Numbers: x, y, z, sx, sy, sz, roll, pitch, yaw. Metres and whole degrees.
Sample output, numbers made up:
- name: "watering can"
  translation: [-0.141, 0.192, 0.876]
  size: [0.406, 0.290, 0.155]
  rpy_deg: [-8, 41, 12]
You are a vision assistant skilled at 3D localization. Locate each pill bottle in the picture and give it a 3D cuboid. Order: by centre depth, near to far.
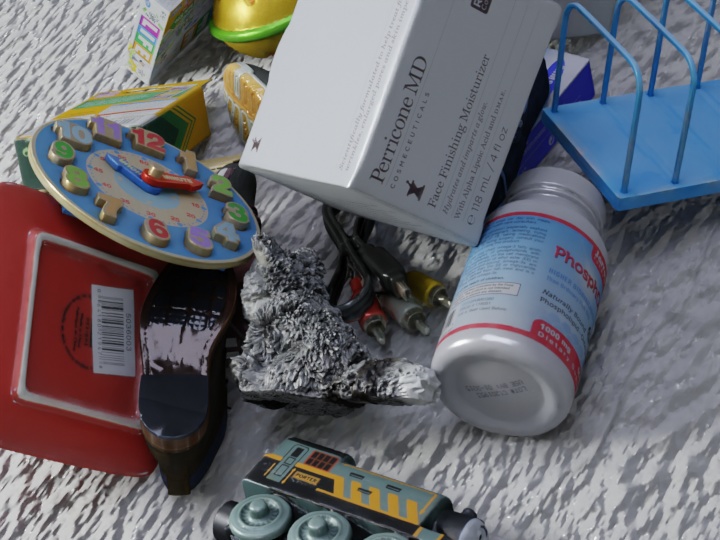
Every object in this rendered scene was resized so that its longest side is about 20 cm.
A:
- name: "pill bottle"
  translation: [0.129, 0.019, 1.376]
  size: [0.108, 0.109, 0.201]
  rpy_deg: [2, 47, 22]

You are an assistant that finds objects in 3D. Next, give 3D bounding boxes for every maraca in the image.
- name: "maraca"
  translation: [-0.065, -0.279, 1.767]
  size: [0.136, 0.108, 0.200]
  rpy_deg: [13, 46, 40]

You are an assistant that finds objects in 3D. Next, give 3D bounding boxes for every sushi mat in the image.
- name: "sushi mat"
  translation: [-0.200, -0.085, 1.644]
  size: [0.198, 0.012, 0.096]
  rpy_deg: [-8, 7, 10]

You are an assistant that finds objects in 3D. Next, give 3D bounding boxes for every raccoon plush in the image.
- name: "raccoon plush"
  translation: [-0.014, 0.039, 1.384]
  size: [0.198, 0.097, 0.136]
  rpy_deg: [1, 74, 26]

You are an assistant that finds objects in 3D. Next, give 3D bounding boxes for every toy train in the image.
- name: "toy train"
  translation: [-0.007, 0.187, 1.277]
  size: [0.198, 0.086, 0.114]
  rpy_deg: [13, 41, 31]

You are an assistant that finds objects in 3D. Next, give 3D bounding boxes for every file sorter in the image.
- name: "file sorter"
  translation: [0.269, -0.150, 1.448]
  size: [0.198, 0.124, 0.139]
  rpy_deg: [-10, 39, -19]

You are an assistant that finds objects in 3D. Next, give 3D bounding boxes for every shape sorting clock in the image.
- name: "shape sorting clock"
  translation: [-0.169, -0.066, 1.436]
  size: [0.198, 0.039, 0.200]
  rpy_deg: [24, 20, -9]

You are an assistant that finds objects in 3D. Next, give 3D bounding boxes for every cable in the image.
- name: "cable"
  translation: [0.000, 0.000, 1.505]
  size: [0.096, 0.051, 0.200]
  rpy_deg: [-23, 32, -12]

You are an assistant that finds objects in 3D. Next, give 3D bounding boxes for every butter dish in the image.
- name: "butter dish"
  translation: [-0.256, 0.056, 1.417]
  size: [0.147, 0.198, 0.202]
  rpy_deg: [-12, 67, 41]

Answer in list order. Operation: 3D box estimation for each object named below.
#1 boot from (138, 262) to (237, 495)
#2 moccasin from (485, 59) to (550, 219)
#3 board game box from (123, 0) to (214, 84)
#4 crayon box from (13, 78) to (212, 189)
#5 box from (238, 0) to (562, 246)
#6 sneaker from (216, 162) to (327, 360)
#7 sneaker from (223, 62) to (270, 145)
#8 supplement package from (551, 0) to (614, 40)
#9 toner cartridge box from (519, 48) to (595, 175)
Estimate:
- name: "boot"
  translation: [-0.137, 0.077, 1.416]
  size: [0.074, 0.097, 0.201]
  rpy_deg: [6, 48, 3]
- name: "moccasin"
  translation: [0.100, -0.121, 1.500]
  size: [0.080, 0.069, 0.201]
  rpy_deg: [4, 48, 22]
- name: "board game box"
  translation: [-0.152, -0.289, 1.795]
  size: [0.034, 0.135, 0.200]
  rpy_deg: [38, 61, 3]
- name: "crayon box"
  translation: [-0.219, -0.126, 1.664]
  size: [0.124, 0.052, 0.200]
  rpy_deg: [-5, 17, 16]
- name: "box"
  translation: [0.027, -0.143, 1.421]
  size: [0.199, 0.130, 0.201]
  rpy_deg: [17, 87, 60]
- name: "sneaker"
  translation: [-0.078, -0.003, 1.517]
  size: [0.114, 0.076, 0.202]
  rpy_deg: [0, 55, 14]
- name: "sneaker"
  translation: [-0.049, -0.138, 1.651]
  size: [0.087, 0.076, 0.200]
  rpy_deg: [-24, 43, -29]
- name: "supplement package"
  translation: [0.121, -0.317, 1.621]
  size: [0.198, 0.193, 0.147]
  rpy_deg: [-11, 32, -32]
- name: "toner cartridge box"
  translation: [0.114, -0.119, 1.575]
  size: [0.094, 0.043, 0.200]
  rpy_deg: [19, 55, 33]
